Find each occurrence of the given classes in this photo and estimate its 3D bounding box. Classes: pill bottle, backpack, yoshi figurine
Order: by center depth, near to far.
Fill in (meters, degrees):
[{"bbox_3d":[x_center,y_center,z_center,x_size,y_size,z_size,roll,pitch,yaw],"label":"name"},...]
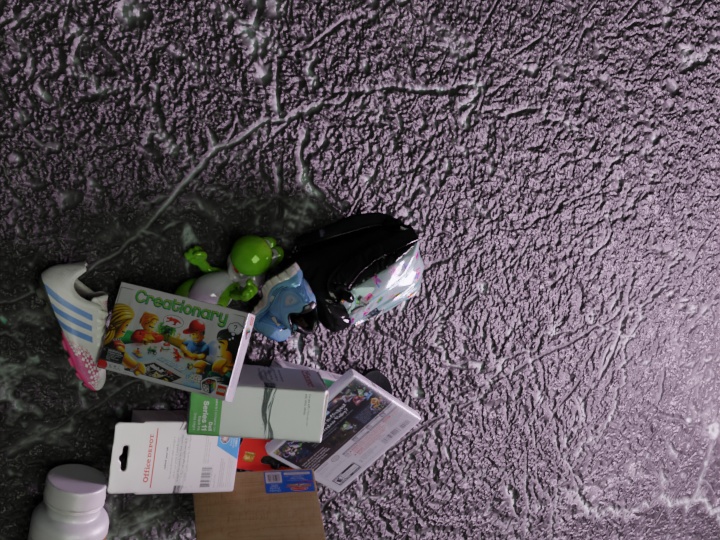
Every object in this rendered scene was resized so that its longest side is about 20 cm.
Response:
[{"bbox_3d":[-0.202,0.012,1.515,0.200,0.112,0.113,-39,116,-11],"label":"yoshi figurine"},{"bbox_3d":[-0.438,0.399,1.546,0.114,0.114,0.201,5,108,-28],"label":"pill bottle"},{"bbox_3d":[0.000,0.000,1.595,0.200,0.167,0.127,-29,138,-19],"label":"backpack"}]

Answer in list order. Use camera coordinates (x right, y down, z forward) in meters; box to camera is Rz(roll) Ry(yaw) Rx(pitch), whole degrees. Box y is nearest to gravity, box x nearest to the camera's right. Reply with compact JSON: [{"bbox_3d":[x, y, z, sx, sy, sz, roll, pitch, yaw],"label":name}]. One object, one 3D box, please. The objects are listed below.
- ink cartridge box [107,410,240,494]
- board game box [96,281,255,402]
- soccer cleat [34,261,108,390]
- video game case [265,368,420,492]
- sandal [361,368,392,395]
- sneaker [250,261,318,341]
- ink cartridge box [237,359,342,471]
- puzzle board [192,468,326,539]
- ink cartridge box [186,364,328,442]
[{"bbox_3d":[-0.292,0.277,1.589,0.199,0.068,0.116,5,97,-29],"label":"ink cartridge box"},{"bbox_3d":[-0.260,0.100,1.456,0.199,0.035,0.127,12,82,12],"label":"board game box"},{"bbox_3d":[-0.387,0.080,1.464,0.086,0.070,0.201,-21,117,-8],"label":"soccer cleat"},{"bbox_3d":[-0.027,0.267,1.706,0.200,0.023,0.182,-43,129,13],"label":"video game case"},{"bbox_3d":[0.016,0.263,1.758,0.075,0.048,0.201,2,110,-27],"label":"sandal"},{"bbox_3d":[-0.109,0.070,1.547,0.078,0.090,0.200,-34,166,-22],"label":"sneaker"},{"bbox_3d":[-0.103,0.256,1.698,0.161,0.050,0.201,16,100,-31],"label":"ink cartridge box"},{"bbox_3d":[-0.162,0.381,1.636,0.199,0.151,0.017,-1,129,-13],"label":"puzzle board"},{"bbox_3d":[-0.157,0.195,1.549,0.199,0.147,0.083,5,96,-9],"label":"ink cartridge box"}]
